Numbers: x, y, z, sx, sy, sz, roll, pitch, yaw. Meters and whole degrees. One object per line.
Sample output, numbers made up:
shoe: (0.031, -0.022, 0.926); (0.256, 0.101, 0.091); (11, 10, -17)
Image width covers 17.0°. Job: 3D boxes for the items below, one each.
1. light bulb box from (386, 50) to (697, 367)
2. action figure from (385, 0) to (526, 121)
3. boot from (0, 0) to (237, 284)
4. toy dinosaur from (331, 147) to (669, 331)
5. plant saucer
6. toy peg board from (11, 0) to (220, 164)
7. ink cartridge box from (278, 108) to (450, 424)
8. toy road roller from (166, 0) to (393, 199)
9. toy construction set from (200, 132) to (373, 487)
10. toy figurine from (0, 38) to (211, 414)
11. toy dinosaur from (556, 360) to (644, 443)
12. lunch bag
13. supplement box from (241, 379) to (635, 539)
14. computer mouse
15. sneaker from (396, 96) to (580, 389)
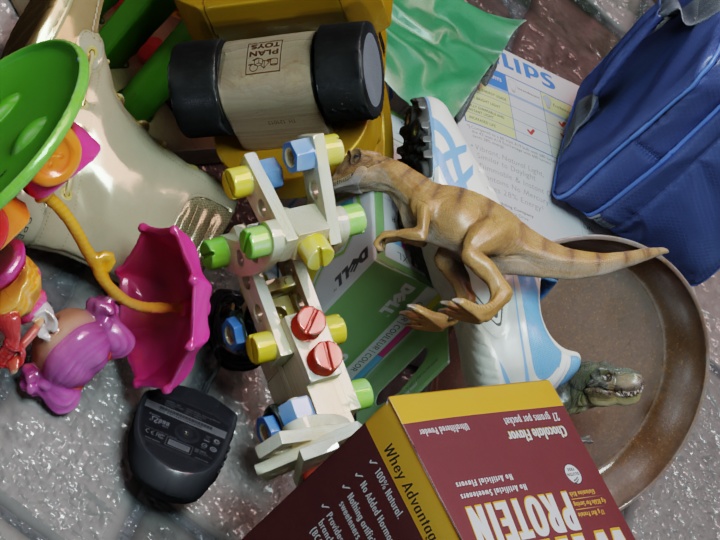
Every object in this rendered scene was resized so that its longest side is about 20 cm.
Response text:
light bulb box: (0.107, -0.028, 1.622); (0.197, 0.125, 0.201); (22, 40, -28)
action figure: (-0.005, -0.171, 1.556); (0.199, 0.055, 0.118); (32, 46, 7)
boot: (-0.143, -0.084, 1.440); (0.155, 0.073, 0.201); (26, 57, -21)
toy dinosaur: (0.074, -0.014, 1.356); (0.199, 0.060, 0.107); (22, 67, -1)
plant saucer: (0.125, 0.069, 1.516); (0.199, 0.201, 0.034); (24, 8, -27)
toy peg board: (-0.114, -0.179, 1.573); (0.198, 0.098, 0.201); (-8, 61, -48)
ink cartridge box: (0.000, 0.000, 1.505); (0.059, 0.104, 0.201); (24, 41, -26)
toy road roller: (-0.036, -0.132, 1.452); (0.146, 0.122, 0.201); (65, 24, -54)
toy construction set: (-0.032, 0.035, 1.349); (0.091, 0.131, 0.201); (2, 66, -23)
toy figurine: (-0.168, 0.009, 1.315); (0.184, 0.200, 0.150); (47, -7, -30)
toy dinosaur: (0.087, 0.125, 1.480); (0.089, 0.199, 0.047); (68, -10, -23)
lunch bag: (0.216, -0.104, 1.529); (0.132, 0.200, 0.136); (30, 43, -16)
supplement box: (0.043, 0.197, 1.270); (0.132, 0.200, 0.198); (-3, 57, -46)
computer mouse: (-0.094, 0.074, 1.407); (0.058, 0.034, 0.200); (24, 32, -1)
sneaker: (0.072, -0.013, 1.430); (0.072, 0.072, 0.201); (-11, 68, -21)
